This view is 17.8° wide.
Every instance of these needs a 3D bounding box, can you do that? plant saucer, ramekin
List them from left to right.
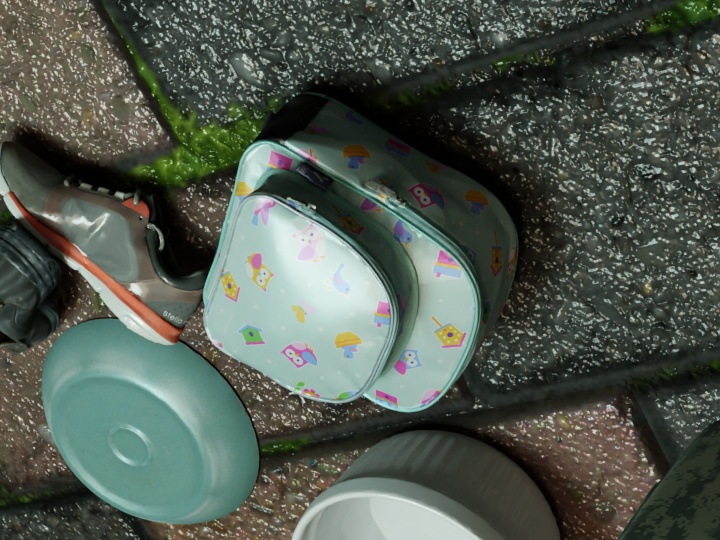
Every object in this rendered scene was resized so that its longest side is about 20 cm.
[{"bbox_3d":[-0.177,0.131,1.830,0.198,0.036,0.201,16,130,20],"label":"plant saucer"},{"bbox_3d":[0.057,0.214,1.709,0.199,0.105,0.201,16,129,20],"label":"ramekin"}]

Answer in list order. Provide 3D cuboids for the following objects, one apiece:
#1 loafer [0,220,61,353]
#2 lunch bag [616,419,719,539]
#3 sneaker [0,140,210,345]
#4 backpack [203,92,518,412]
[{"bbox_3d":[-0.275,0.027,1.743,0.073,0.072,0.200,41,161,9],"label":"loafer"},{"bbox_3d":[0.275,0.207,1.519,0.138,0.200,0.169,-7,116,36],"label":"lunch bag"},{"bbox_3d":[-0.188,-0.037,1.704,0.200,0.077,0.082,43,102,3],"label":"sneaker"},{"bbox_3d":[0.000,0.000,1.557,0.199,0.154,0.177,24,127,4],"label":"backpack"}]
